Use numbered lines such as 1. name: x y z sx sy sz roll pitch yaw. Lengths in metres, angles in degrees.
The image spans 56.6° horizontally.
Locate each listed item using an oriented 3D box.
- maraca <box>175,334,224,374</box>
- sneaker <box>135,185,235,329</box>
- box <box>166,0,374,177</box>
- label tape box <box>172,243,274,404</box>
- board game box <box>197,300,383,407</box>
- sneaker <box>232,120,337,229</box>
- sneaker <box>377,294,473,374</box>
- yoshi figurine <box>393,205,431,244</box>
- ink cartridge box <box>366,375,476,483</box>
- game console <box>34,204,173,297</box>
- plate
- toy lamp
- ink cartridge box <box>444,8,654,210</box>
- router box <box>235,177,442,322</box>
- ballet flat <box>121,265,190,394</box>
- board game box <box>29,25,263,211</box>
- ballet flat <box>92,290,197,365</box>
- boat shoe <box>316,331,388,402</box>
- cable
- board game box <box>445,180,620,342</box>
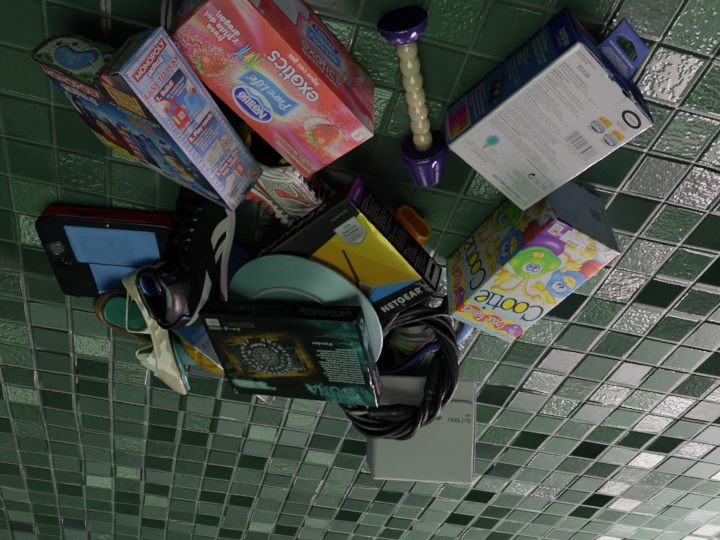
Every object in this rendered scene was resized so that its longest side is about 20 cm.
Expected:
1. maraca: -0.176 0.105 0.990 0.200 0.107 0.137 28 130 -24
2. sneaker: -0.209 -0.028 0.788 0.073 0.112 0.200 4 98 30
3. box: -0.082 -0.206 0.670 0.095 0.103 0.200 -27 130 29
4. label tape box: -0.158 0.062 0.895 0.200 0.144 0.063 43 168 -22
5. board game box: -0.081 0.098 0.790 0.200 0.028 0.135 2 127 21
6. sneaker: -0.079 -0.103 0.793 0.200 0.078 0.082 27 130 -24
7. sneaker: 0.076 0.093 1.008 0.199 0.071 0.083 -31 108 31
8. yoshi figurine: 0.011 0.010 0.889 0.112 0.112 0.200 21 139 -30
9. ink cartridge box: 0.087 0.238 1.032 0.146 0.146 0.200 3 170 -1
10. game console: -0.332 -0.014 0.929 0.200 0.031 0.177 5 136 -2
11. plate: -0.072 0.068 0.799 0.200 0.026 0.200 11 129 14
12. toy lamp: 0.060 -0.178 0.726 0.058 0.058 0.200 -8 133 11
13. ink cartridge box: 0.208 -0.172 0.709 0.136 0.076 0.200 33 130 -29
14. router box: -0.028 0.003 0.784 0.200 0.051 0.149 -32 111 35
15. ballet flat: -0.290 0.089 0.935 0.069 0.069 0.200 -5 109 7
16. board game box: -0.216 -0.168 0.666 0.200 0.062 0.200 27 161 17
17. ballet flat: -0.313 0.082 0.997 0.072 0.068 0.200 15 167 46
18. boat shoe: -0.019 0.100 1.008 0.075 0.086 0.202 29 101 -19
19. cable: 0.058 0.135 0.918 0.200 0.051 0.163 -38 88 -7
20. board game box: 0.208 -0.016 0.852 0.103 0.105 0.200 23 131 -20
